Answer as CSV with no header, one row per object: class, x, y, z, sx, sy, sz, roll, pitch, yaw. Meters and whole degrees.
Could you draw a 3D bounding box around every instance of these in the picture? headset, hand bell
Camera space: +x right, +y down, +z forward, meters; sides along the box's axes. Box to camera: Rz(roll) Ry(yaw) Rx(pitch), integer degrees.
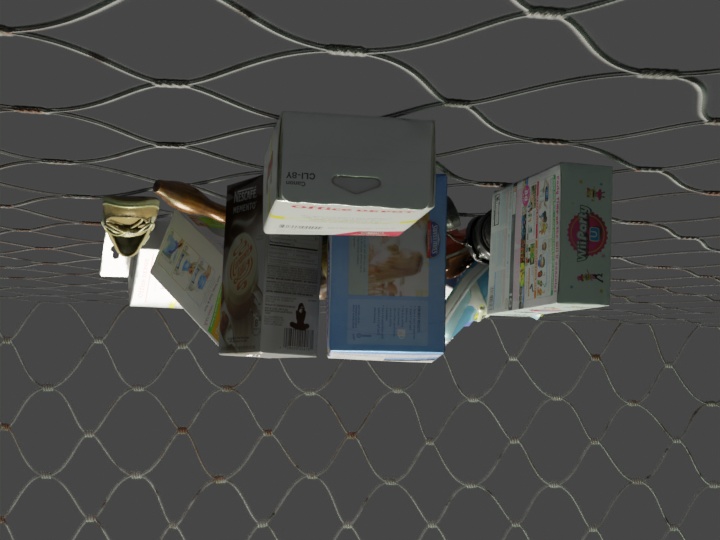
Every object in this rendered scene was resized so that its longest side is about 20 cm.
headset,0.177,-0.031,1.615,0.198,0.095,0.123,-9,176,-13
hand bell,-0.167,-0.070,1.510,0.103,0.105,0.199,-4,158,46

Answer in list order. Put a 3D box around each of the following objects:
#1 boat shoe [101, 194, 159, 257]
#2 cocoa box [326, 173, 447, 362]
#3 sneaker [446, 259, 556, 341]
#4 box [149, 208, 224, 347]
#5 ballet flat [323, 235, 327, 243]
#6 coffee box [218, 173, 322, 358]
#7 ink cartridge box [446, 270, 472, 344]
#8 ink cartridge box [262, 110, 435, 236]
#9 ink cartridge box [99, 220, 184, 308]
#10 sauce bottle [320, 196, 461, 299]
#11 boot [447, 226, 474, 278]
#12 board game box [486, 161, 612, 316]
boat shoe,-0.300,-0.059,1.620,0.072,0.064,0.201,3,174,-13
cocoa box,0.028,-0.002,1.405,0.132,0.203,0.131,1,173,-2
sneaker,0.193,0.043,1.689,0.130,0.200,0.080,39,164,7
box,-0.174,0.014,1.663,0.112,0.102,0.200,8,-155,-45
ballet flat,-0.019,-0.060,1.565,0.071,0.073,0.199,-3,170,39
coffee box,-0.103,-0.002,1.442,0.079,0.203,0.114,6,172,-32
ink cartridge box,0.084,0.037,1.789,0.199,0.077,0.137,27,129,-14
ink cartridge box,-0.015,-0.086,1.178,0.143,0.085,0.200,2,174,-8
ink cartridge box,-0.274,-0.007,1.820,0.198,0.068,0.116,3,130,-17
sauce bottle,0.025,-0.031,1.506,0.198,0.065,0.065,-24,175,-3
boot,0.102,-0.040,1.700,0.199,0.107,0.075,-24,158,-46
board game box,0.204,-0.028,1.370,0.063,0.150,0.200,4,174,-14
